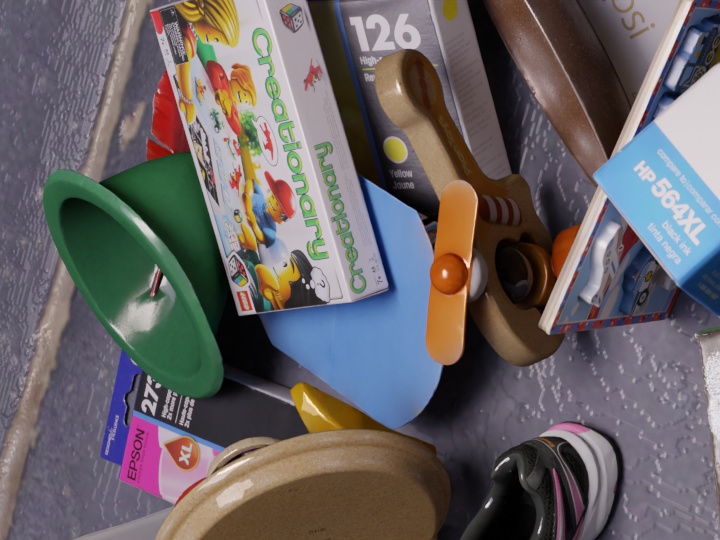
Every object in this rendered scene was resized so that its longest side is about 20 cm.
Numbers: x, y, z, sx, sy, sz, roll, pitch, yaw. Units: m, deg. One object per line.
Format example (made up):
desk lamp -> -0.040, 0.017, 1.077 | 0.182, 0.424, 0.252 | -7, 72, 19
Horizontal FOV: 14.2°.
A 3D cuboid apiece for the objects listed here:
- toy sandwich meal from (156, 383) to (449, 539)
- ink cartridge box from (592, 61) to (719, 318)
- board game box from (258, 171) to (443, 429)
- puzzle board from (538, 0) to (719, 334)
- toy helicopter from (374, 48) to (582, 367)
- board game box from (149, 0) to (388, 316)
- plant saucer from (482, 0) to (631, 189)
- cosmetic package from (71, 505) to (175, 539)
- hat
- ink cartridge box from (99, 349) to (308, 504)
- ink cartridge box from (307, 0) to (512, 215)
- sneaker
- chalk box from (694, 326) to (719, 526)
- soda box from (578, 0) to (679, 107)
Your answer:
toy sandwich meal -> -0.035, 0.143, 1.739 | 0.205, 0.205, 0.070 | -45, 47, 28
ink cartridge box -> 0.240, -0.069, 1.529 | 0.200, 0.146, 0.084 | -41, 63, 10
board game box -> 0.000, 0.000, 1.789 | 0.200, 0.039, 0.159 | 34, 132, 40
puzzle board -> 0.178, -0.057, 1.608 | 0.017, 0.150, 0.201 | 31, 108, 28
toy helicopter -> 0.059, -0.033, 1.679 | 0.079, 0.132, 0.201 | -21, 104, 36
board game box -> -0.056, -0.075, 1.759 | 0.126, 0.034, 0.201 | -9, 100, 55
plant saucer -> 0.110, -0.131, 1.658 | 0.032, 0.200, 0.201 | -30, 68, -1
cosmetic package -> -0.143, 0.269, 1.825 | 0.167, 0.166, 0.201 | -28, 81, 38
hat -> -0.092, -0.047, 1.868 | 0.165, 0.176, 0.201 | 10, 133, 55
ink cartridge box -> -0.101, 0.109, 1.900 | 0.199, 0.037, 0.095 | 20, 102, 39
ink cartridge box -> -0.015, -0.130, 1.781 | 0.197, 0.047, 0.201 | 0, 117, 39
sneaker -> 0.086, 0.188, 1.717 | 0.080, 0.086, 0.201 | 14, 100, 39
chalk box -> 0.289, 0.077, 1.469 | 0.199, 0.124, 0.125 | -10, 82, 25
soda box -> 0.135, -0.192, 1.633 | 0.068, 0.064, 0.201 | -28, 101, 3
